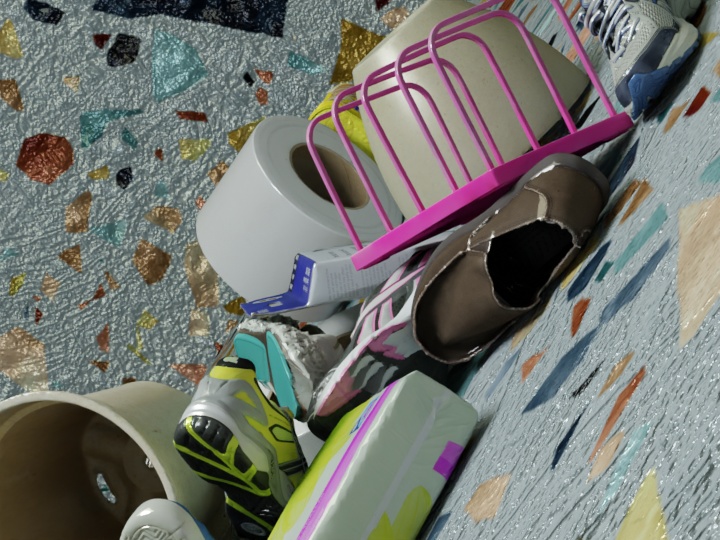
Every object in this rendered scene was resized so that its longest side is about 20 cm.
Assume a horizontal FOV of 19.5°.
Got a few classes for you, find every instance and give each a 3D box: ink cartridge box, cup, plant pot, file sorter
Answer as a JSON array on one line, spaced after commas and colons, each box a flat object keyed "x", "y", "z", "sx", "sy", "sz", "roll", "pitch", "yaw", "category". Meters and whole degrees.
[{"x": 0.000, "y": 0.000, "z": 1.707, "sx": 0.200, "sy": 0.198, "sz": 0.041, "roll": -163, "pitch": 64, "yaw": -83, "category": "ink cartridge box"}, {"x": 0.075, "y": -0.151, "z": 1.803, "sx": 0.200, "sy": 0.143, "sz": 0.200, "roll": -42, "pitch": 6, "yaw": 6, "category": "cup"}, {"x": -0.193, "y": 0.171, "z": 1.625, "sx": 0.201, "sy": 0.200, "sz": 0.183, "roll": -54, "pitch": -9, "yaw": 19, "category": "plant pot"}, {"x": 0.070, "y": -0.106, "z": 1.541, "sx": 0.138, "sy": 0.126, "sz": 0.200, "roll": -24, "pitch": -4, "yaw": -35, "category": "file sorter"}]

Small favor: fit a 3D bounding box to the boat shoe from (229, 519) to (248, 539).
[{"x": -0.054, "y": 0.156, "z": 1.732, "sx": 0.064, "sy": 0.070, "sz": 0.201, "roll": 72, "pitch": -149, "yaw": -49, "category": "boat shoe"}]

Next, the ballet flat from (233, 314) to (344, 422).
[{"x": -0.047, "y": 0.065, "z": 1.613, "sx": 0.072, "sy": 0.071, "sz": 0.200, "roll": -56, "pitch": 19, "yaw": -1, "category": "ballet flat"}]

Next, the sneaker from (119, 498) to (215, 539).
[{"x": -0.104, "y": 0.218, "z": 1.477, "sx": 0.076, "sy": 0.201, "sz": 0.111, "roll": -2, "pitch": 33, "yaw": 26, "category": "sneaker"}]

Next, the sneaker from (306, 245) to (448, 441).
[{"x": 0.025, "y": 0.056, "z": 1.552, "sx": 0.200, "sy": 0.081, "sz": 0.086, "roll": -45, "pitch": 25, "yaw": -29, "category": "sneaker"}]

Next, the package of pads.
[{"x": -0.012, "y": 0.174, "z": 1.391, "sx": 0.201, "sy": 0.068, "sz": 0.154, "roll": -59, "pitch": 7, "yaw": -21, "category": "package of pads"}]

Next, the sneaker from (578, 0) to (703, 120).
[{"x": 0.192, "y": -0.177, "z": 1.508, "sx": 0.077, "sy": 0.085, "sz": 0.200, "roll": -53, "pitch": 8, "yaw": 28, "category": "sneaker"}]

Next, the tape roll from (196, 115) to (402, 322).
[{"x": -0.070, "y": -0.060, "z": 2.405, "sx": 0.139, "sy": 0.202, "sz": 0.203, "roll": -52, "pitch": 7, "yaw": 32, "category": "tape roll"}]

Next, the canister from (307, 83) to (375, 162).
[{"x": 0.003, "y": -0.156, "z": 2.575, "sx": 0.087, "sy": 0.148, "sz": 0.200, "roll": -55, "pitch": 5, "yaw": 14, "category": "canister"}]

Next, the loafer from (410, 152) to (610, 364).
[{"x": 0.091, "y": 0.001, "z": 1.437, "sx": 0.200, "sy": 0.073, "sz": 0.071, "roll": -53, "pitch": 8, "yaw": 39, "category": "loafer"}]

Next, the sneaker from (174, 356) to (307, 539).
[{"x": -0.062, "y": 0.140, "z": 1.506, "sx": 0.077, "sy": 0.075, "sz": 0.201, "roll": -68, "pitch": -30, "yaw": -31, "category": "sneaker"}]

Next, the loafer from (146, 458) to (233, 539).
[{"x": -0.132, "y": 0.212, "z": 1.752, "sx": 0.075, "sy": 0.068, "sz": 0.202, "roll": -17, "pitch": 70, "yaw": 35, "category": "loafer"}]

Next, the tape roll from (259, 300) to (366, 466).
[{"x": -0.022, "y": 0.092, "z": 1.661, "sx": 0.202, "sy": 0.037, "sz": 0.203, "roll": -30, "pitch": 18, "yaw": 11, "category": "tape roll"}]
